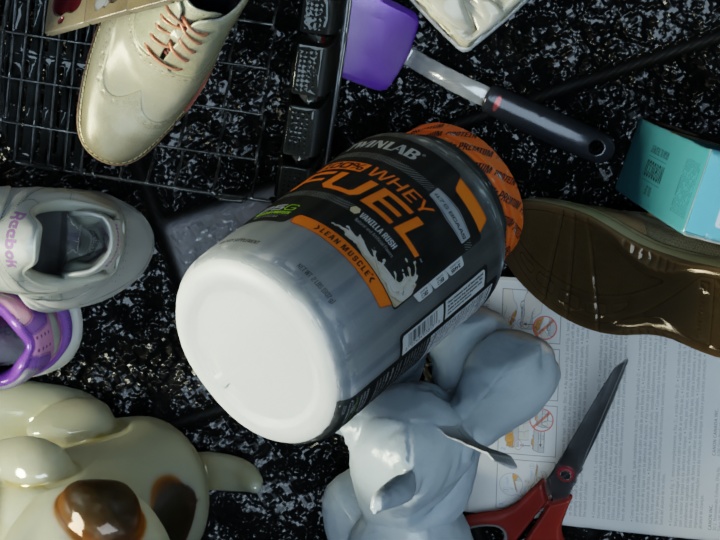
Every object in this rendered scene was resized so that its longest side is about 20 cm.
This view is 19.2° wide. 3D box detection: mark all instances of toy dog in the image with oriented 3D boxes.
[{"bbox_3d":[-0.156,0.163,1.248,0.194,0.200,0.140,4,103,-3],"label":"toy dog"}]

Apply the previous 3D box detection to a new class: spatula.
[{"bbox_3d":[0.061,-0.111,1.280,0.200,0.021,0.057,26,104,2],"label":"spatula"}]

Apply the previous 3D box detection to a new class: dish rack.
[{"bbox_3d":[-0.111,-0.117,1.255,0.200,0.055,0.154,8,108,-1],"label":"dish rack"}]

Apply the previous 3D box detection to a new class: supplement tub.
[{"bbox_3d":[0.000,0.000,1.214,0.122,0.200,0.123,23,131,28],"label":"supplement tub"}]

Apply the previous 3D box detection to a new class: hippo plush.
[{"bbox_3d":[0.047,0.125,1.273,0.159,0.200,0.161,-17,123,-17],"label":"hippo plush"}]

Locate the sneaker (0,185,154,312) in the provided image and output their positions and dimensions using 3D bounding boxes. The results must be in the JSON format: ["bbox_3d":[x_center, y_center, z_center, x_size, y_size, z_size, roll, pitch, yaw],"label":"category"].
[{"bbox_3d":[-0.164,-0.009,1.213,0.099,0.200,0.075,7,93,26],"label":"sneaker"}]

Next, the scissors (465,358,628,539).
[{"bbox_3d":[0.127,0.135,1.315,0.073,0.014,0.200,38,120,-4],"label":"scissors"}]

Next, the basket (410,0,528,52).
[{"bbox_3d":[0.043,-0.234,1.199,0.136,0.123,0.200,-43,97,7],"label":"basket"}]

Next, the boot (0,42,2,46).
[{"bbox_3d":[-0.335,-0.110,1.254,0.186,0.064,0.200,30,106,-15],"label":"boot"}]

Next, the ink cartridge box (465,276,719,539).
[{"bbox_3d":[0.153,0.080,1.332,0.200,0.050,0.161,5,103,15],"label":"ink cartridge box"}]

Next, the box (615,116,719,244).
[{"bbox_3d":[0.207,-0.045,1.215,0.082,0.200,0.049,17,98,-6],"label":"box"}]

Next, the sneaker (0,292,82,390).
[{"bbox_3d":[-0.269,0.044,1.275,0.200,0.088,0.081,-6,104,0],"label":"sneaker"}]

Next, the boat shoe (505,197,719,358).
[{"bbox_3d":[0.176,0.002,1.262,0.200,0.064,0.071,22,120,31],"label":"boat shoe"}]

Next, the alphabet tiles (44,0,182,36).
[{"bbox_3d":[-0.091,-0.222,1.152,0.008,0.200,0.168,24,66,-46],"label":"alphabet tiles"}]

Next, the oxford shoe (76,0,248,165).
[{"bbox_3d":[-0.104,-0.140,1.179,0.071,0.074,0.200,26,109,-9],"label":"oxford shoe"}]
